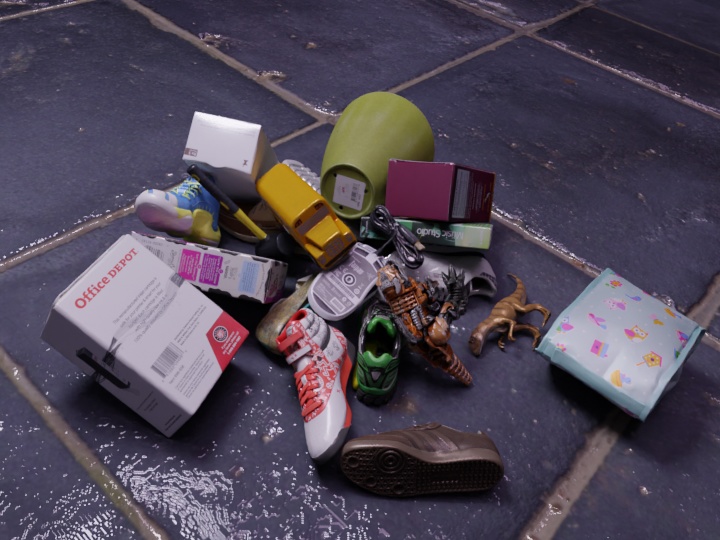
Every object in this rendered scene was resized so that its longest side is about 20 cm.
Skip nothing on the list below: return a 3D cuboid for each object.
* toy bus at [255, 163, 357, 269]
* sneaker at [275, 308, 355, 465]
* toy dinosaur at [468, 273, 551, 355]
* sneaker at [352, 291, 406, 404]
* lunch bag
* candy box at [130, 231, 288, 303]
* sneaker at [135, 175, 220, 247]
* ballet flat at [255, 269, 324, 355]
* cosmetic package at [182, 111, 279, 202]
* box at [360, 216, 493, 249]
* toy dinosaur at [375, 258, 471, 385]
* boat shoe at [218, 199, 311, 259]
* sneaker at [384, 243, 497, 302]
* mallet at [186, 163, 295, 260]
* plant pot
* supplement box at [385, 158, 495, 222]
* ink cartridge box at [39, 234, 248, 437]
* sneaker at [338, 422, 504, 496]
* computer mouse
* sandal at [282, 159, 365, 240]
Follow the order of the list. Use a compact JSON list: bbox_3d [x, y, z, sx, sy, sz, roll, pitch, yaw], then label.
[{"bbox_3d":[-0.081,-0.081,0.981,0.065,0.079,0.200,-38,37,-6],"label":"toy bus"},{"bbox_3d":[-0.065,0.134,0.846,0.108,0.067,0.203,43,29,-23],"label":"sneaker"},{"bbox_3d":[0.232,0.057,1.027,0.105,0.061,0.200,28,44,23],"label":"toy dinosaur"},{"bbox_3d":[0.035,0.082,0.945,0.076,0.086,0.202,8,41,-1],"label":"sneaker"},{"bbox_3d":[0.353,0.111,0.943,0.169,0.124,0.199,35,42,26],"label":"lunch bag"},{"bbox_3d":[-0.210,-0.002,0.961,0.196,0.062,0.136,11,-1,4],"label":"candy box"},{"bbox_3d":[-0.264,-0.104,1.011,0.074,0.200,0.107,2,76,11],"label":"sneaker"},{"bbox_3d":[-0.080,0.046,0.985,0.070,0.072,0.200,26,44,19],"label":"ballet flat"},{"bbox_3d":[-0.200,-0.172,1.101,0.111,0.200,0.083,13,80,3],"label":"cosmetic package"},{"bbox_3d":[0.109,-0.062,1.081,0.196,0.037,0.144,4,7,12],"label":"box"},{"bbox_3d":[0.086,0.070,0.919,0.100,0.203,0.136,-4,28,23],"label":"toy dinosaur"},{"bbox_3d":[-0.139,-0.086,1.109,0.196,0.075,0.076,16,41,8],"label":"boat shoe"},{"bbox_3d":[0.117,0.012,1.052,0.196,0.077,0.081,-7,52,-15],"label":"sneaker"},{"bbox_3d":[-0.174,-0.085,1.017,0.065,0.201,0.042,-9,44,39],"label":"mallet"},{"bbox_3d":[0.011,-0.172,1.127,0.184,0.190,0.201,18,34,10],"label":"plant pot"},{"bbox_3d":[0.131,-0.124,1.090,0.109,0.088,0.199,9,8,28],"label":"supplement box"},{"bbox_3d":[-0.260,0.077,0.836,0.199,0.084,0.145,41,42,-9],"label":"ink cartridge box"},{"bbox_3d":[0.070,0.222,0.823,0.196,0.072,0.076,8,22,-7],"label":"sneaker"},{"bbox_3d":[0.000,0.000,0.964,0.110,0.044,0.200,44,62,10],"label":"computer mouse"},{"bbox_3d":[-0.064,-0.113,1.172,0.203,0.050,0.082,46,26,18],"label":"sandal"}]
